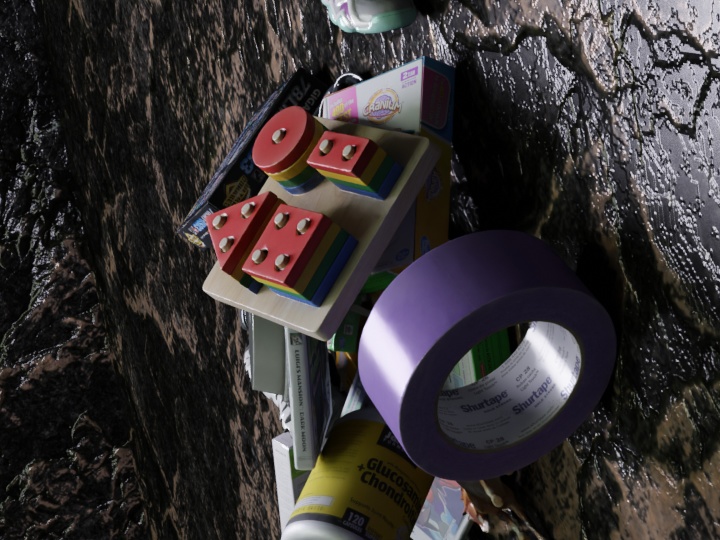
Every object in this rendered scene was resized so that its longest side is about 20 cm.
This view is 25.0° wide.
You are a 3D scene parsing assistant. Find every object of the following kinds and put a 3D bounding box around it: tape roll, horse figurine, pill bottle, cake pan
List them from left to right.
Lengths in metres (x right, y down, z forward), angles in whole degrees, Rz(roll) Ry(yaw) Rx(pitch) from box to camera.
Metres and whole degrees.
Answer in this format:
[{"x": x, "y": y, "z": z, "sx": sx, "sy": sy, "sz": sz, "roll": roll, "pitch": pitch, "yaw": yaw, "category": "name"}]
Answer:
[{"x": -0.095, "y": 0.035, "z": 1.656, "sx": 0.200, "sy": 0.037, "sz": 0.200, "roll": 179, "pitch": 90, "yaw": -85, "category": "cake pan"}, {"x": 0.009, "y": 0.206, "z": 1.570, "sx": 0.112, "sy": 0.112, "sz": 0.200, "roll": 101, "pitch": -168, "yaw": -52, "category": "pill bottle"}, {"x": 0.116, "y": 0.200, "z": 1.560, "sx": 0.133, "sy": 0.050, "sz": 0.200, "roll": 40, "pitch": 167, "yaw": 49, "category": "horse figurine"}, {"x": 0.105, "y": 0.072, "z": 1.341, "sx": 0.085, "sy": 0.200, "sz": 0.200, "roll": -124, "pitch": 27, "yaw": -47, "category": "tape roll"}]

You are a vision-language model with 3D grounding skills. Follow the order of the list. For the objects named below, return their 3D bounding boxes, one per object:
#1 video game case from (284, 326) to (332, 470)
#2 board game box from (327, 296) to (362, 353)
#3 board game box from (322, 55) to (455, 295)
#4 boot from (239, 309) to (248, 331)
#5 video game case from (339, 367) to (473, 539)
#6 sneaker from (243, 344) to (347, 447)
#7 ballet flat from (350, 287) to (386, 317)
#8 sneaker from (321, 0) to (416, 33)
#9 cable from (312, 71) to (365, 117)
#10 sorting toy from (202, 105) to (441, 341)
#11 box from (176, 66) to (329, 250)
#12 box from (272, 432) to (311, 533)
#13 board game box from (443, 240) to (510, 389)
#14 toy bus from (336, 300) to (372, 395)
[{"x": -0.050, "y": 0.080, "z": 1.599, "sx": 0.200, "sy": 0.023, "sz": 0.182, "roll": -68, "pitch": -25, "yaw": -79, "category": "video game case"}, {"x": -0.030, "y": -0.012, "z": 1.814, "sx": 0.135, "sy": 0.029, "sz": 0.200, "roll": -176, "pitch": 94, "yaw": -68, "category": "board game box"}, {"x": 0.021, "y": -0.084, "z": 1.522, "sx": 0.153, "sy": 0.040, "sz": 0.200, "roll": -14, "pitch": 67, "yaw": 49, "category": "board game box"}, {"x": -0.080, "y": -0.013, "z": 1.812, "sx": 0.200, "sy": 0.066, "sz": 0.165, "roll": 164, "pitch": 105, "yaw": -70, "category": "boot"}, {"x": 0.051, "y": 0.203, "z": 1.720, "sx": 0.182, "sy": 0.023, "sz": 0.200, "roll": 39, "pitch": 141, "yaw": 17, "category": "video game case"}, {"x": -0.066, "y": 0.119, "z": 1.818, "sx": 0.091, "sy": 0.066, "sz": 0.200, "roll": -52, "pitch": 35, "yaw": 9, "category": "sneaker"}, {"x": 0.000, "y": 0.000, "z": 1.599, "sx": 0.068, "sy": 0.072, "sz": 0.200, "roll": 39, "pitch": -175, "yaw": -41, "category": "ballet flat"}, {"x": -0.008, "y": -0.315, "z": 1.561, "sx": 0.200, "sy": 0.078, "sz": 0.140, "roll": -134, "pitch": 33, "yaw": -54, "category": "sneaker"}, {"x": -0.042, "y": -0.130, "z": 1.760, "sx": 0.200, "sy": 0.051, "sz": 0.163, "roll": -58, "pitch": 10, "yaw": 25, "category": "cable"}, {"x": -0.055, "y": -0.057, "z": 1.469, "sx": 0.070, "sy": 0.200, "sz": 0.199, "roll": 38, "pitch": 168, "yaw": -35, "category": "sorting toy"}, {"x": -0.129, "y": -0.127, "z": 1.901, "sx": 0.050, "sy": 0.200, "sz": 0.198, "roll": 35, "pitch": 163, "yaw": -8, "category": "box"}, {"x": -0.036, "y": 0.262, "z": 1.978, "sx": 0.036, "sy": 0.144, "sz": 0.200, "roll": 25, "pitch": 130, "yaw": 40, "category": "box"}, {"x": 0.084, "y": 0.047, "z": 1.608, "sx": 0.200, "sy": 0.040, "sz": 0.153, "roll": -149, "pitch": 47, "yaw": -64, "category": "board game box"}, {"x": 0.024, "y": 0.128, "z": 1.828, "sx": 0.078, "sy": 0.065, "sz": 0.200, "roll": 93, "pitch": 154, "yaw": -47, "category": "toy bus"}]
